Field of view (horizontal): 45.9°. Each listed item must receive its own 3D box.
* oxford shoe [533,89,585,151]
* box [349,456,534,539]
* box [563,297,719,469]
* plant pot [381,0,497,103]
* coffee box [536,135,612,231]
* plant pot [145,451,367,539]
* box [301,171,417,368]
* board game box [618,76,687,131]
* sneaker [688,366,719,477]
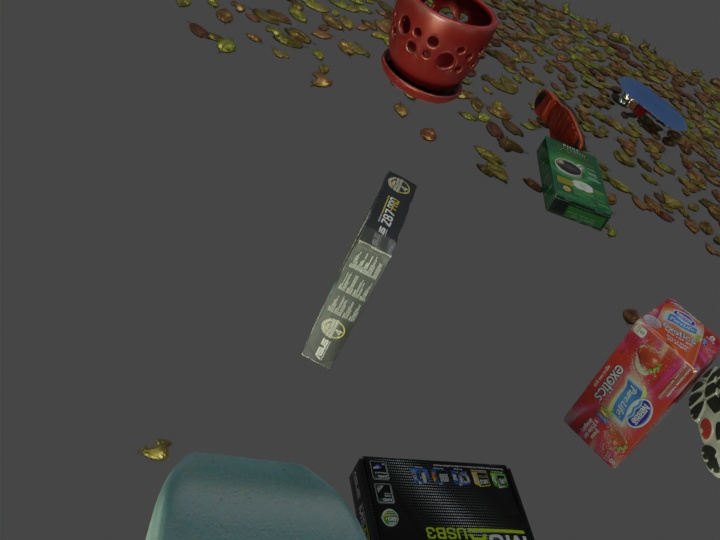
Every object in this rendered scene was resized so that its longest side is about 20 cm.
[{"bbox_3d":[0.430,-0.306,1.764,0.071,0.072,0.202,12,40,-25],"label":"oxford shoe"},{"bbox_3d":[0.097,0.296,0.905,0.196,0.048,0.195,9,39,-21],"label":"box"},{"bbox_3d":[0.366,0.147,1.105,0.099,0.202,0.095,-22,56,-44],"label":"box"},{"bbox_3d":[0.143,-0.446,1.659,0.197,0.184,0.202,16,40,-14],"label":"plant pot"},{"bbox_3d":[0.401,-0.166,1.608,0.121,0.044,0.202,19,39,-12],"label":"coffee box"},{"bbox_3d":[-0.103,0.269,0.712,0.192,0.199,0.201,10,31,-20],"label":"plant pot"},{"bbox_3d":[0.000,0.000,1.058,0.048,0.202,0.162,25,39,-3],"label":"box"},{"bbox_3d":[0.690,-0.386,2.035,0.200,0.039,0.157,43,35,11],"label":"board game box"},{"bbox_3d":[0.536,0.227,1.237,0.083,0.081,0.202,29,45,-18],"label":"sneaker"}]
